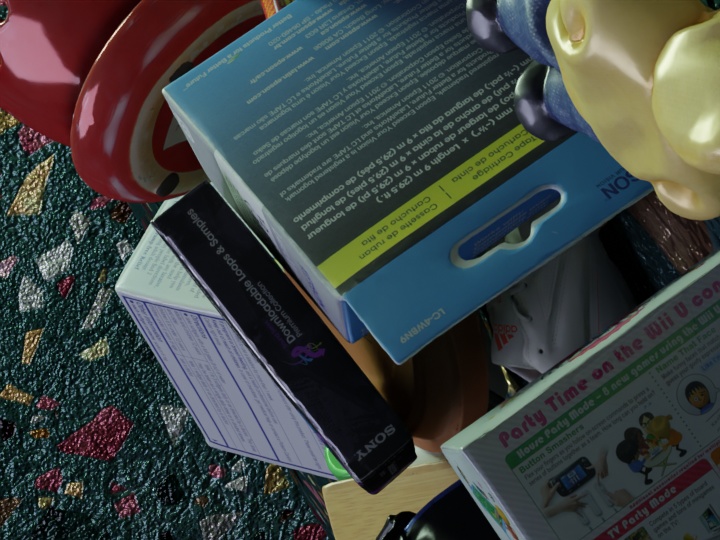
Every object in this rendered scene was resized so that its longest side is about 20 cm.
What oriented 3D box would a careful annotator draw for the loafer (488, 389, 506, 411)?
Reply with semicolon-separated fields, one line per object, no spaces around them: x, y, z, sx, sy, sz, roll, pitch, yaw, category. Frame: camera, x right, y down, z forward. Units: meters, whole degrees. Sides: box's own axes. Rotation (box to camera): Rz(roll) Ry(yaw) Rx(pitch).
0.089;0.116;1.210;0.199;0.063;0.072;35;176;-27;loafer

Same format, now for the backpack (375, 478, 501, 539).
0.133;0.160;0.955;0.147;0.182;0.200;48;172;44;backpack

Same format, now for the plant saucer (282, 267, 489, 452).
0.000;0.000;1.078;0.201;0.032;0.201;54;159;31;plant saucer

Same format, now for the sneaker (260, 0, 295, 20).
-0.032;-0.168;0.967;0.201;0.072;0.077;85;163;-46;sneaker

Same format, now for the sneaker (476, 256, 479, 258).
0.047;-0.001;1.177;0.200;0.079;0.075;135;113;-85;sneaker

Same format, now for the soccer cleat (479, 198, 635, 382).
0.082;0.003;0.996;0.201;0.077;0.069;58;171;-11;soccer cleat

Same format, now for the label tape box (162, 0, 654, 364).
0.027;-0.045;0.904;0.200;0.143;0.066;49;169;38;label tape box

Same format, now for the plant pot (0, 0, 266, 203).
-0.129;-0.156;1.200;0.182;0.200;0.201;42;167;23;plant pot

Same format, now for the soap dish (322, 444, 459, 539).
0.095;0.163;1.148;0.200;0.156;0.082;42;-135;-40;soap dish

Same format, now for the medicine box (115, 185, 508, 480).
-0.028;0.045;1.387;0.198;0.103;0.183;11;147;27;medicine box

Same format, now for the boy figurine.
0.096;-0.072;0.700;0.125;0.064;0.200;59;170;-17;boy figurine

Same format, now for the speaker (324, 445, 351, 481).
0.075;0.134;1.288;0.199;0.089;0.088;33;-177;-28;speaker

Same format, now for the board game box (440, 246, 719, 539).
0.147;0.107;0.803;0.201;0.147;0.064;56;174;1;board game box

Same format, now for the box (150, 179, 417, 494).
-0.030;0.037;0.988;0.143;0.036;0.200;51;178;6;box
